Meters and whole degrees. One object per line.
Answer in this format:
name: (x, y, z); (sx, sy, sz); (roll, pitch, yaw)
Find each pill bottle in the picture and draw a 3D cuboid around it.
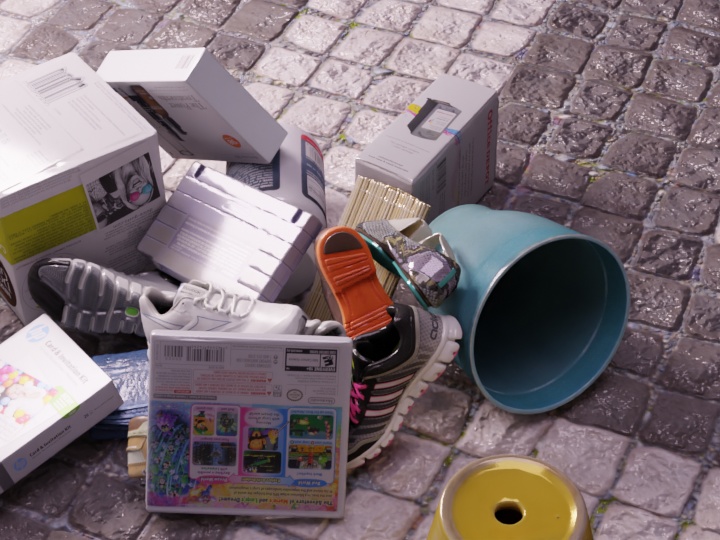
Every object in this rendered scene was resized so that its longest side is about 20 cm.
pill bottle: (-0.099, -0.067, 1.837); (0.119, 0.120, 0.201); (-3, 43, -1)

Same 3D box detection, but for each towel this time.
towel: (-0.194, 0.123, 1.690); (0.199, 0.049, 0.112); (-6, 43, -4)

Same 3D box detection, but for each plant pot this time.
plant pot: (0.133, 0.273, 1.417); (0.200, 0.190, 0.201); (-1, 42, 1)
plant pot: (0.152, 0.024, 1.692); (0.199, 0.201, 0.188); (-23, 31, -21)

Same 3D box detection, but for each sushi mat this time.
sushi mat: (0.000, 0.000, 1.749); (0.095, 0.012, 0.201); (23, 90, 27)

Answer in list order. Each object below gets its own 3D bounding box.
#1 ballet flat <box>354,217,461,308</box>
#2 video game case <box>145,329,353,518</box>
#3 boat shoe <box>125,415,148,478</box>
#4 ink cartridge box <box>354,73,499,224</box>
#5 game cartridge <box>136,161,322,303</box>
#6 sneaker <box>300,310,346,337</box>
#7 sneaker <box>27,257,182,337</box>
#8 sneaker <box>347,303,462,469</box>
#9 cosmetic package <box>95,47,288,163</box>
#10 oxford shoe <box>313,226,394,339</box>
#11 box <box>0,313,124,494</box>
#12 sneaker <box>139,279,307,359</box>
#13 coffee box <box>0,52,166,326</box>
ballet flat: (0.055, -0.018, 1.652); (0.072, 0.072, 0.200); (-16, 24, -15)
video game case: (-0.111, 0.152, 1.562); (0.199, 0.183, 0.024); (2, 10, -3)
boat shoe: (-0.139, 0.194, 1.611); (0.199, 0.072, 0.077); (3, 74, -1)
ink cartridge box: (0.078, -0.115, 1.861); (0.085, 0.148, 0.200); (22, 47, 23)
game cartridge: (-0.147, -0.034, 1.740); (0.200, 0.038, 0.130); (26, 83, 38)
sneaker: (-0.052, 0.084, 1.659); (0.099, 0.078, 0.200); (-40, 19, 14)
sneaker: (-0.270, 0.026, 1.760); (0.199, 0.075, 0.116); (18, 14, -10)
sneaker: (0.013, 0.111, 1.601); (0.087, 0.200, 0.074); (31, 17, -26)
cosmetic package: (-0.199, -0.189, 1.826); (0.200, 0.151, 0.052); (7, 62, 49)
oxford shoe: (0.002, 0.046, 1.694); (0.071, 0.201, 0.073); (-18, 7, -12)
box: (-0.367, 0.148, 1.637); (0.200, 0.041, 0.156); (-35, 44, -18)
sneaker: (-0.149, 0.053, 1.629); (0.199, 0.087, 0.075); (-6, 30, 27)
coffee box: (-0.356, -0.094, 1.816); (0.199, 0.198, 0.200); (-27, 48, -24)
